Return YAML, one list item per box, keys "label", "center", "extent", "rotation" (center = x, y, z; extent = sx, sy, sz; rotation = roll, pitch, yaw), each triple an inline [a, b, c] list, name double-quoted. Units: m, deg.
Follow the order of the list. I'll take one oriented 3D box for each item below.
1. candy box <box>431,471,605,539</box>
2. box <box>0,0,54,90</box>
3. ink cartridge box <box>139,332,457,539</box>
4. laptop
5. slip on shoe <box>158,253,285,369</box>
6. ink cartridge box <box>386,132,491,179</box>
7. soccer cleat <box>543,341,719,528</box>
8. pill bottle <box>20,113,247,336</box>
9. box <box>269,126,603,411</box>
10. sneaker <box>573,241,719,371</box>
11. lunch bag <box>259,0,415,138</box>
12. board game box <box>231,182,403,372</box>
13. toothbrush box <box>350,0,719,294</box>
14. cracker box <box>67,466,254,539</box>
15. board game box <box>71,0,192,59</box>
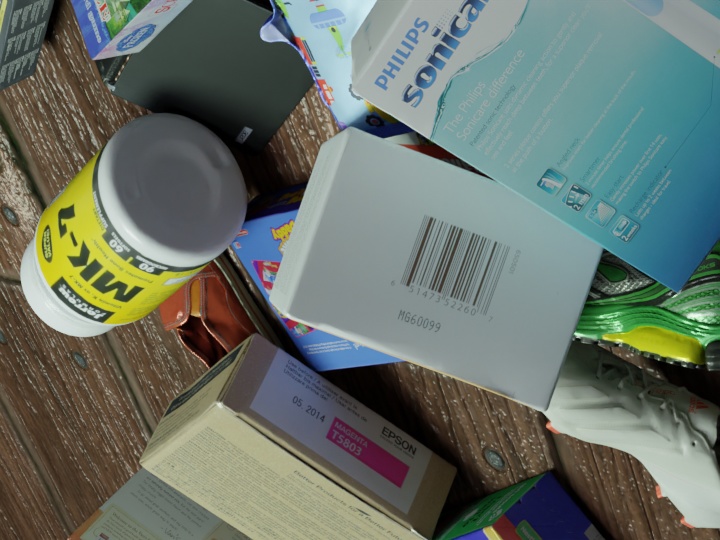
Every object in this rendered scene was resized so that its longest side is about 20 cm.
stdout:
- label: "candy box"
  center: [0.124, 0.256, 1.431]
  extent: [0.169, 0.077, 0.200]
  rotation: [51, 147, -2]
- label: "box"
  center: [-0.291, -0.250, 1.397]
  extent: [0.162, 0.049, 0.200]
  rotation: [51, 149, 14]
- label: "ink cartridge box"
  center: [-0.050, 0.153, 1.468]
  extent: [0.199, 0.075, 0.165]
  rotation: [35, 145, -13]
- label: "laptop"
  center: [-0.120, -0.197, 1.303]
  extent: [0.177, 0.103, 0.201]
  rotation: [-45, 62, 57]
- label: "slip on shoe"
  center: [-0.136, 0.019, 1.506]
  extent: [0.201, 0.061, 0.074]
  rotation: [55, 149, -8]
- label: "ink cartridge box"
  center: [0.052, -0.096, 1.165]
  extent: [0.109, 0.050, 0.201]
  rotation: [6, 128, 46]
- label: "soccer cleat"
  center: [0.182, 0.091, 1.182]
  extent: [0.200, 0.070, 0.077]
  rotation: [38, 139, -18]
- label: "pill bottle"
  center: [-0.175, -0.027, 1.397]
  extent: [0.114, 0.114, 0.200]
  rotation: [50, 144, -3]
- label: "box"
  center: [0.037, -0.002, 1.066]
  extent: [0.151, 0.107, 0.200]
  rotation: [20, 179, -5]
- label: "sneaker"
  center: [0.170, 0.005, 1.132]
  extent: [0.199, 0.078, 0.086]
  rotation: [11, 97, 53]
- label: "lunch bag"
  center: [0.025, -0.157, 1.037]
  extent: [0.199, 0.094, 0.151]
  rotation: [-16, 114, 33]
- label: "board game box"
  center: [0.000, 0.000, 1.336]
  extent: [0.199, 0.045, 0.135]
  rotation: [-10, 117, 54]
- label: "toothbrush box"
  center: [0.113, -0.108, 0.925]
  extent: [0.199, 0.085, 0.147]
  rotation: [29, 109, -13]
- label: "cracker box"
  center: [-0.129, 0.212, 1.571]
  extent: [0.134, 0.200, 0.058]
  rotation: [36, 148, 18]
- label: "board game box"
  center: [-0.149, -0.260, 1.176]
  extent: [0.199, 0.041, 0.201]
  rotation: [-29, 79, 57]
